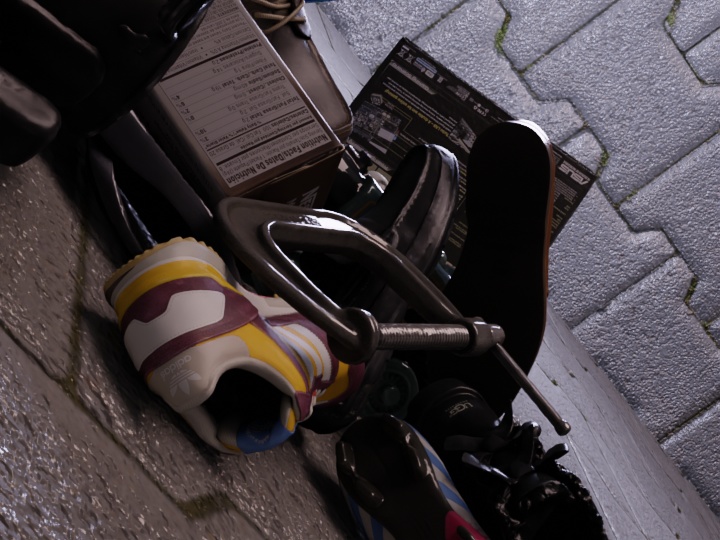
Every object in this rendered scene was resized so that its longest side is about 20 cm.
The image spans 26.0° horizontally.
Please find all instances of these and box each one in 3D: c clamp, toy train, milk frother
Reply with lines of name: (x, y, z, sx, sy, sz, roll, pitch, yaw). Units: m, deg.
c clamp: (0.015, 0.017, 0.816, 0.171, 0.027, 0.200, 49, 21, 28)
toy train: (0.002, 0.012, 1.020, 0.200, 0.114, 0.085, 51, -7, -19)
milk frother: (-0.137, -0.169, 0.680, 0.188, 0.200, 0.181, 37, 25, -27)

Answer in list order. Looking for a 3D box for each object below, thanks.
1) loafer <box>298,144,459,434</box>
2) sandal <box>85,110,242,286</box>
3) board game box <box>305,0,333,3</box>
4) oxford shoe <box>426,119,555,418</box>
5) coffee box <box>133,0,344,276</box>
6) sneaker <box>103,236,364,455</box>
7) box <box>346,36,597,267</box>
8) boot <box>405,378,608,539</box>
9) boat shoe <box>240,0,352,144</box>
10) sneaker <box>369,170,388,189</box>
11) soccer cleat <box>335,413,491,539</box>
loafer: (0.000, 0.000, 0.928, 0.070, 0.201, 0.068, 34, -26, -15)
sandal: (-0.129, -0.049, 0.835, 0.200, 0.043, 0.076, 54, -19, 5)
board game box: (-0.105, -0.212, 1.108, 0.152, 0.199, 0.045, -41, 127, -82)
oxford shoe: (0.091, 0.003, 0.986, 0.071, 0.201, 0.071, 15, 14, 13)
coffee box: (-0.103, -0.103, 0.895, 0.200, 0.080, 0.113, 55, -26, 15)
sneaker: (-0.051, 0.057, 0.779, 0.200, 0.075, 0.090, 27, 33, -56)
box: (0.063, -0.062, 1.278, 0.200, 0.164, 0.086, 35, -17, 2)
boot: (0.100, 0.165, 0.926, 0.162, 0.073, 0.199, 40, -25, 62)
boat shoe: (-0.074, -0.158, 0.969, 0.200, 0.073, 0.074, 49, 46, 7)
sneaker: (0.027, 0.008, 1.183, 0.075, 0.087, 0.200, 29, -26, 42)
soccer cleat: (0.048, 0.167, 0.860, 0.200, 0.070, 0.086, 64, 3, 35)
